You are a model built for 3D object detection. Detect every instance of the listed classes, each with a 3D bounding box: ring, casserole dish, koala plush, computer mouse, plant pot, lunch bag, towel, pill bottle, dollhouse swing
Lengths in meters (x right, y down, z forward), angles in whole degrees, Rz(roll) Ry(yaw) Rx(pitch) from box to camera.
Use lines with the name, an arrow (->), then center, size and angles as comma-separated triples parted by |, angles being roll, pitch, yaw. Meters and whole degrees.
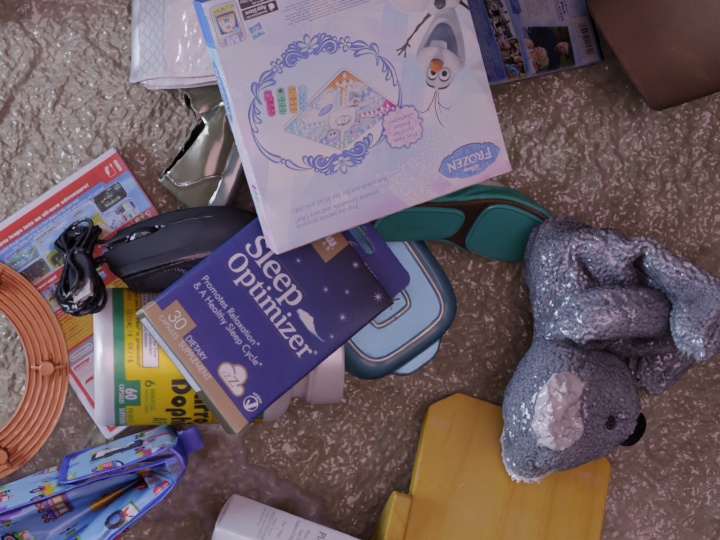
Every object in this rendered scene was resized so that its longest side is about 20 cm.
ring -> -0.341, 0.083, 1.624 | 0.199, 0.019, 0.202 | 0, 94, -3
casserole dish -> 0.000, 0.000, 1.664 | 0.121, 0.039, 0.201 | -35, 95, -5
koala plush -> 0.182, 0.078, 1.609 | 0.183, 0.177, 0.201 | 31, 74, 1
computer mouse -> -0.146, -0.018, 1.577 | 0.199, 0.139, 0.053 | -2, 118, -8
plant pot -> 0.287, -0.227, 1.635 | 0.174, 0.200, 0.201 | -31, 94, 14
lunch bag -> -0.213, 0.186, 1.583 | 0.199, 0.151, 0.094 | -30, 94, -5
towel -> -0.132, -0.248, 1.574 | 0.032, 0.191, 0.202 | 1, 90, -35
pill bottle -> -0.116, 0.068, 1.595 | 0.199, 0.113, 0.114 | -1, 91, -8
dollhouse swing -> 0.103, 0.241, 1.681 | 0.199, 0.176, 0.182 | 18, 130, -7

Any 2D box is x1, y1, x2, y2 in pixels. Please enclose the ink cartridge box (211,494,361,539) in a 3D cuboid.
ink cartridge box -> -0.033, 0.280, 1.596 | 0.199, 0.047, 0.161 | 20, 130, 6

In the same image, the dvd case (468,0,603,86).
dvd case -> 0.123, -0.228, 1.620 | 0.199, 0.017, 0.144 | -17, 91, -48

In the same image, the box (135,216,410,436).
box -> -0.061, 0.019, 1.538 | 0.200, 0.032, 0.121 | -40, 95, -20

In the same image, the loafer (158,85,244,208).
loafer -> -0.110, -0.142, 1.629 | 0.069, 0.075, 0.201 | 21, 88, -11

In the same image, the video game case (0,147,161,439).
video game case -> -0.208, 0.019, 1.648 | 0.143, 0.017, 0.201 | -34, 95, -5

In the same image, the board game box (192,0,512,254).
board game box -> -0.004, -0.140, 1.497 | 0.199, 0.043, 0.200 | -19, 106, -11

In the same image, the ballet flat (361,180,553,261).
ballet flat -> 0.082, -0.055, 1.650 | 0.199, 0.067, 0.071 | 6, 46, -32
